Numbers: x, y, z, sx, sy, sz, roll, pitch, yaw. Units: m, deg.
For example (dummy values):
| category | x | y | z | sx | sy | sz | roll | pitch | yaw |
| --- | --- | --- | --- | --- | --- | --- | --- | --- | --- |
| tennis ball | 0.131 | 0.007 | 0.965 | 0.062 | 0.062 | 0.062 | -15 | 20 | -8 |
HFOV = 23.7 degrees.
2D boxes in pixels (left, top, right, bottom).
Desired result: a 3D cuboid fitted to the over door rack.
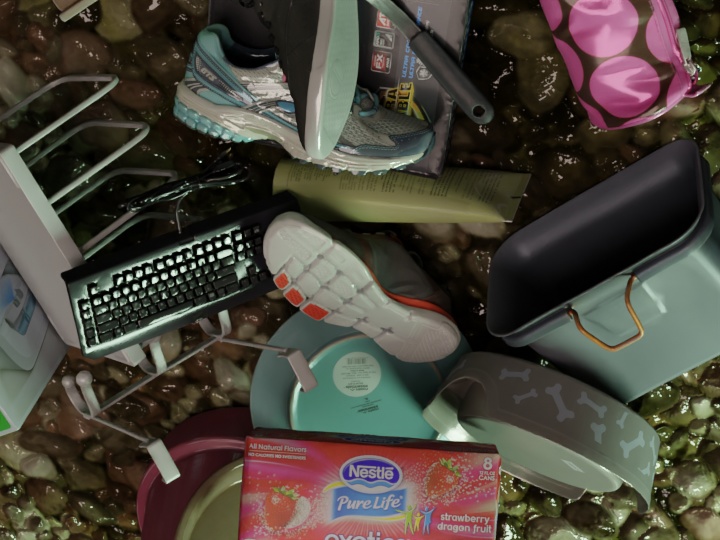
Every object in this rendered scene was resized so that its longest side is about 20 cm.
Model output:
| category | x | y | z | sx | sy | sz | roll | pitch | yaw |
| --- | --- | --- | --- | --- | --- | --- | --- | --- | --- |
| over door rack | -0.146 | 0.081 | 1.386 | 0.148 | 0.200 | 0.067 | -32 | 116 | -20 |

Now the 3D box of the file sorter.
| category | x | y | z | sx | sy | sz | roll | pitch | yaw |
| --- | --- | --- | --- | --- | --- | --- | --- | --- | --- |
| file sorter | -0.215 | -0.047 | 1.372 | 0.139 | 0.125 | 0.200 | 9 | 134 | 57 |

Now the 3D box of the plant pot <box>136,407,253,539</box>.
| category | x | y | z | sx | sy | sz | roll | pitch | yaw |
| --- | --- | --- | --- | --- | --- | --- | --- | --- | --- |
| plant pot | -0.115 | 0.251 | 1.518 | 0.200 | 0.179 | 0.200 | 6 | 122 | 9 |

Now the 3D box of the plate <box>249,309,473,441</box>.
| category | x | y | z | sx | sy | sz | roll | pitch | yaw |
| --- | --- | --- | --- | --- | --- | --- | --- | --- | --- |
| plate | 0.006 | 0.113 | 1.456 | 0.200 | 0.026 | 0.200 | -1 | 109 | -4 |

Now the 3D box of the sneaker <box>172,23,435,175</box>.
| category | x | y | z | sx | sy | sz | roll | pitch | yaw |
| --- | --- | --- | --- | --- | --- | --- | --- | --- | --- |
| sneaker | -0.039 | -0.130 | 1.276 | 0.200 | 0.078 | 0.086 | 13 | 113 | 2 |

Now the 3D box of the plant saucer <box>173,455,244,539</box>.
| category | x | y | z | sx | sy | sz | roll | pitch | yaw |
| --- | --- | --- | --- | --- | --- | --- | --- | --- | --- |
| plant saucer | -0.067 | 0.249 | 1.413 | 0.200 | 0.200 | 0.029 | 39 | 148 | -11 |

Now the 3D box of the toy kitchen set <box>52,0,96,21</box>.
| category | x | y | z | sx | sy | sz | roll | pitch | yaw |
| --- | --- | --- | --- | --- | --- | --- | --- | --- | --- |
| toy kitchen set | -0.189 | -0.298 | 1.189 | 0.163 | 0.200 | 0.180 | -29 | 110 | 26 |

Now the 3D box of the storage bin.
| category | x | y | z | sx | sy | sz | roll | pitch | yaw |
| --- | --- | --- | --- | --- | --- | --- | --- | --- | --- |
| storage bin | 0.218 | 0.020 | 1.331 | 0.200 | 0.146 | 0.134 | -32 | 119 | 28 |

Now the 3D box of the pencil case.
| category | x | y | z | sx | sy | sz | roll | pitch | yaw |
| --- | --- | --- | --- | --- | --- | --- | --- | --- | --- |
| pencil case | 0.177 | -0.205 | 1.228 | 0.094 | 0.091 | 0.200 | 3 | 128 | 49 |

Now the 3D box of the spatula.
| category | x | y | z | sx | sy | sz | roll | pitch | yaw |
| --- | --- | --- | --- | --- | --- | --- | --- | --- | --- |
| spatula | 0.030 | -0.182 | 1.259 | 0.057 | 0.021 | 0.200 | -39 | 106 | 21 |

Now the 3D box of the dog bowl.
| category | x | y | z | sx | sy | sz | roll | pitch | yaw |
| --- | --- | --- | --- | --- | --- | --- | --- | --- | --- |
| dog bowl | 0.152 | 0.130 | 1.393 | 0.200 | 0.059 | 0.200 | 23 | 166 | 6 |

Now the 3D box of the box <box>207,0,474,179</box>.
| category | x | y | z | sx | sy | sz | roll | pitch | yaw |
| --- | --- | --- | --- | --- | --- | --- | --- | --- | --- |
| box | -0.018 | -0.182 | 1.311 | 0.198 | 0.050 | 0.200 | 12 | 122 | 5 |

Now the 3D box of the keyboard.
| category | x | y | z | sx | sy | sz | roll | pitch | yaw |
| --- | --- | --- | --- | --- | --- | --- | --- | --- | --- |
| keyboard | -0.134 | -0.017 | 1.315 | 0.200 | 0.021 | 0.127 | -22 | 116 | -25 |

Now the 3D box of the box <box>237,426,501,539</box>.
| category | x | y | z | sx | sy | sz | roll | pitch | yaw |
| --- | --- | --- | --- | --- | --- | --- | --- | --- | --- |
| box | 0.007 | 0.181 | 1.346 | 0.200 | 0.095 | 0.100 | 4 | 88 | 2 |

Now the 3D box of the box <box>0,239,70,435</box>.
| category | x | y | z | sx | sy | sz | roll | pitch | yaw |
| --- | --- | --- | --- | --- | --- | --- | --- | --- | --- |
| box | -0.330 | 0.021 | 1.418 | 0.097 | 0.200 | 0.177 | -19 | 114 | 22 |

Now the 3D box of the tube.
| category | x | y | z | sx | sy | sz | roll | pitch | yaw |
| --- | --- | --- | --- | --- | --- | --- | --- | --- | --- |
| tube | 0.031 | -0.060 | 1.360 | 0.200 | 0.058 | 0.052 | 2 | 163 | 16 |

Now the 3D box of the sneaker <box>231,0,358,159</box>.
| category | x | y | z | sx | sy | sz | roll | pitch | yaw |
| --- | --- | --- | --- | --- | --- | --- | --- | --- | --- |
| sneaker | -0.057 | -0.180 | 1.226 | 0.099 | 0.071 | 0.200 | 2 | 96 | 17 |

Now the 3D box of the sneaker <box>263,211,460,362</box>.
| category | x | y | z | sx | sy | sz | roll | pitch | yaw |
| --- | --- | --- | --- | --- | --- | --- | --- | --- | --- |
| sneaker | 0.000 | 0.000 | 1.379 | 0.077 | 0.082 | 0.200 | -28 | 131 | 33 |
